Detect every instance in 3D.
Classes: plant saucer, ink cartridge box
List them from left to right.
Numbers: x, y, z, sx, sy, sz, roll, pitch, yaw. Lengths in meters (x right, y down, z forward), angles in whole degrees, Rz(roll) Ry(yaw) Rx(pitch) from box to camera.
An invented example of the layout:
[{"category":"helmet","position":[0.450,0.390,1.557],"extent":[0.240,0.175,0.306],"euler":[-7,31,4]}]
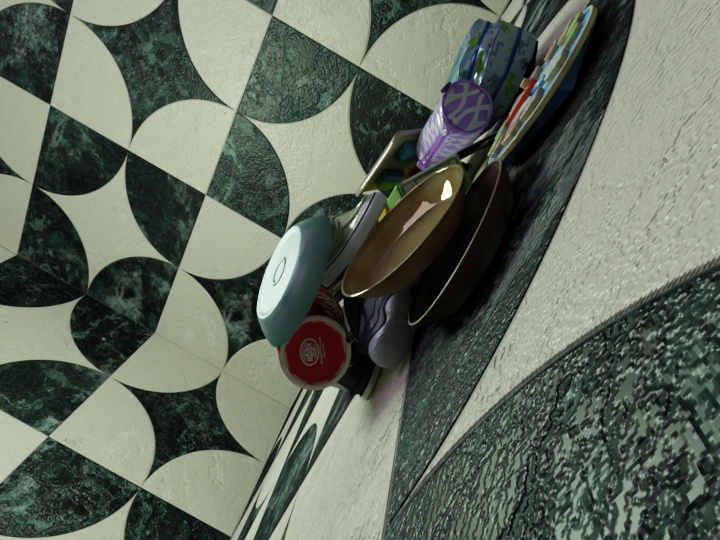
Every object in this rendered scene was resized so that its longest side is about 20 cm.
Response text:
[{"category":"plant saucer","position":[-0.104,0.008,0.801],"extent":[0.200,0.035,0.203],"euler":[-49,29,38]},{"category":"plant saucer","position":[0.056,-0.037,0.650],"extent":[0.200,0.035,0.201],"euler":[-44,16,16]},{"category":"ink cartridge box","position":[0.145,-0.129,0.831],"extent":[0.197,0.077,0.148],"euler":[-29,0,-2]},{"category":"plant saucer","position":[0.113,-0.023,0.604],"extent":[0.204,0.036,0.200],"euler":[-62,2,3]}]

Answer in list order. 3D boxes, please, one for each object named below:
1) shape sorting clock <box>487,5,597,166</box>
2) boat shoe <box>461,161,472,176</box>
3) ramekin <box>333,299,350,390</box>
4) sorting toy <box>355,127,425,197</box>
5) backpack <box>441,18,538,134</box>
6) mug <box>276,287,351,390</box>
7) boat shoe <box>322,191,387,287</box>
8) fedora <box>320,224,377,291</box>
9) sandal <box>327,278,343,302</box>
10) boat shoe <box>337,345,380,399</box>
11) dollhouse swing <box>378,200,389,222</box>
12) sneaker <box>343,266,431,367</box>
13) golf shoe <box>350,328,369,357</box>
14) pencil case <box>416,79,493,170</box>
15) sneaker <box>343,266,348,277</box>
[{"category":"shape sorting clock","position":[0.207,-0.212,0.650],"extent":[0.203,0.039,0.200],"euler":[-63,2,5]},{"category":"boat shoe","position":[0.128,-0.108,0.978],"extent":[0.204,0.060,0.072],"euler":[-62,2,27]},{"category":"ramekin","position":[-0.023,0.142,1.103],"extent":[0.206,0.093,0.202],"euler":[-63,2,4]},{"category":"sorting toy","position":[0.102,-0.205,1.041],"extent":[0.197,0.037,0.185],"euler":[-21,-15,-31]},{"category":"backpack","position":[0.201,-0.305,0.875],"extent":[0.166,0.151,0.200],"euler":[-62,17,1]},{"category":"mug","position":[-0.092,0.089,0.879],"extent":[0.133,0.179,0.200],"euler":[-38,11,-2]},{"category":"boat shoe","position":[-0.029,-0.047,0.807],"extent":[0.201,0.061,0.073],"euler":[-51,7,44]},{"category":"fedora","position":[-0.029,-0.015,1.106],"extent":[0.197,0.093,0.201],"euler":[-24,0,0]},{"category":"sandal","position":[-0.074,0.094,1.069],"extent":[0.200,0.054,0.082],"euler":[-46,15,25]},{"category":"boat shoe","position":[0.014,0.120,0.921],"extent":[0.074,0.062,0.203],"euler":[-64,0,39]},{"category":"dollhouse swing","position":[0.132,-0.099,1.145],"extent":[0.200,0.171,0.187],"euler":[174,83,-87]},{"category":"sneaker","position":[0.039,0.020,0.745],"extent":[0.113,0.075,0.204],"euler":[17,81,51]},{"category":"golf shoe","position":[0.041,0.055,0.858],"extent":[0.095,0.077,0.201],"euler":[-60,4,34]},{"category":"pencil case","position":[0.140,-0.215,0.857],"extent":[0.087,0.083,0.200],"euler":[-58,-1,-7]},{"category":"sneaker","position":[0.000,0.000,0.898],"extent":[0.090,0.067,0.200],"euler":[-41,-1,-29]}]
